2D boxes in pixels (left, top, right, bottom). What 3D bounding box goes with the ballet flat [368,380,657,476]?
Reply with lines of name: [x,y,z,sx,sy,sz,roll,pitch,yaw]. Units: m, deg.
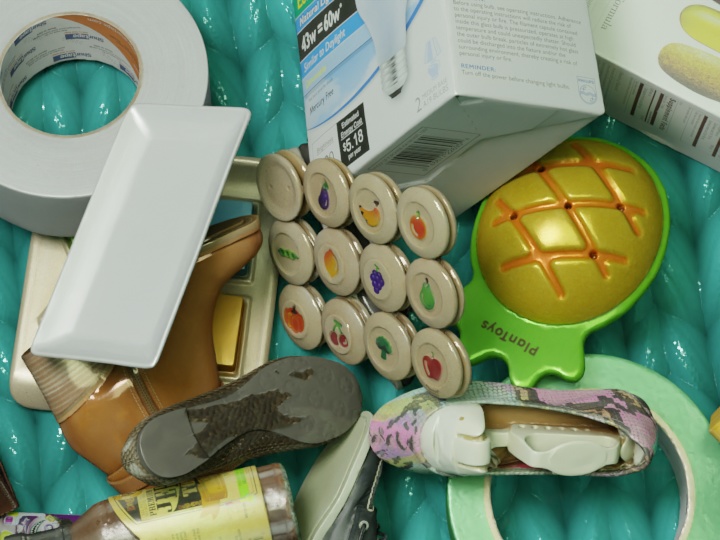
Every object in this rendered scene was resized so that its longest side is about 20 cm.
ballet flat: [0.105,0.115,1.578,0.199,0.071,0.069,0,110,0]

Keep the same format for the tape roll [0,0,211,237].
tape roll: [-0.208,-0.127,1.681,0.199,0.066,0.201,0,65,-1]

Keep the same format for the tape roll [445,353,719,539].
tape roll: [0.160,0.161,1.631,0.200,0.048,0.201,0,76,1]

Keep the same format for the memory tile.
memory tile: [0.000,0.000,1.594,0.017,0.200,0.154,-20,114,-36]

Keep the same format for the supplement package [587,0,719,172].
supplement package: [0.238,-0.161,1.681,0.199,0.110,0.114,27,78,7]

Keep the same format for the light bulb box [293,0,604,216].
light bulb box: [0.055,-0.167,1.617,0.124,0.198,0.201,6,66,-30]

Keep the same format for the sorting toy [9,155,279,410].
sorting toy: [-0.153,0.007,1.679,0.184,0.036,0.201,6,76,2]

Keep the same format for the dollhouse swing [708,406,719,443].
dollhouse swing: [0.359,0.127,1.559,0.200,0.176,0.182,45,81,3]

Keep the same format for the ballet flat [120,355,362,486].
ballet flat: [-0.082,0.107,1.590,0.200,0.046,0.068,-18,83,-39]

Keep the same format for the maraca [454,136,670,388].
maraca: [0.139,-0.007,1.641,0.137,0.107,0.200,24,72,20]

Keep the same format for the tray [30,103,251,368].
tray: [-0.144,-0.023,1.570,0.107,0.022,0.201,4,64,33]

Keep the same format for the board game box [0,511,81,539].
board game box: [-0.205,0.248,1.570,0.120,0.032,0.200,5,42,-2]

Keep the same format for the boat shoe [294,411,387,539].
boat shoe: [-0.016,0.199,1.616,0.066,0.074,0.200,31,65,-20]

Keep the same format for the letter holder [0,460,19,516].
letter holder: [-0.358,0.138,1.583,0.199,0.142,0.101,-25,61,-6]

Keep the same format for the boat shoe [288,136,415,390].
boat shoe: [0.008,-0.013,1.668,0.057,0.067,0.201,-24,73,-1]

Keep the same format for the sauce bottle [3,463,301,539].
sauce bottle: [-0.142,0.181,1.576,0.199,0.065,0.065,-12,76,-7]

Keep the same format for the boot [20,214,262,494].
boot: [-0.118,0.067,1.617,0.200,0.074,0.155,-35,99,3]
